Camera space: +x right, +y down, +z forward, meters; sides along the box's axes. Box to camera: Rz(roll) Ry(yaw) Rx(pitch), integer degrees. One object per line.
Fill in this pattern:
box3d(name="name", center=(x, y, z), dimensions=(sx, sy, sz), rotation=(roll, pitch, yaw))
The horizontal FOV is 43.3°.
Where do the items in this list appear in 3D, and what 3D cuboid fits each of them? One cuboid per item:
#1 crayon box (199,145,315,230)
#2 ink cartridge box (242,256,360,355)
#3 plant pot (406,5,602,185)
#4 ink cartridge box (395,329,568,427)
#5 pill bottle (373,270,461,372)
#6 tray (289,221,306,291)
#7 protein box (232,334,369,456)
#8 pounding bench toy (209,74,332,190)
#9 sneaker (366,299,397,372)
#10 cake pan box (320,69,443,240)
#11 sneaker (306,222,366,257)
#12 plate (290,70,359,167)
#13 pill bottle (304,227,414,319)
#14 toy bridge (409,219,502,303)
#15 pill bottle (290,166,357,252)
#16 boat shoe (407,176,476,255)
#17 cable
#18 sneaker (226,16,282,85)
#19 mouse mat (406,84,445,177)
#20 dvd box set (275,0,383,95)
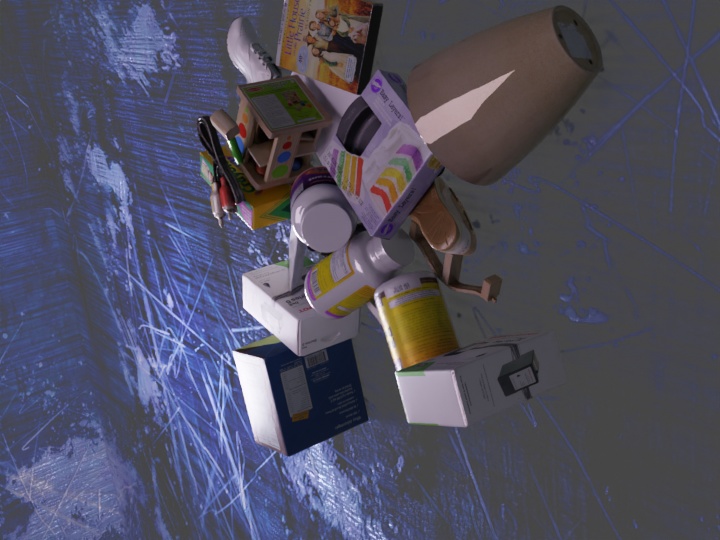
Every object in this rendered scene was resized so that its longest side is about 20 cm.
box3d(name="crayon box", center=(-0.180, -0.172, 1.704), dimensions=(0.200, 0.172, 0.058), rotation=(44, 139, 36))
box3d(name="ink cartridge box", center=(-0.113, 0.064, 1.736), dimensions=(0.200, 0.145, 0.084), rotation=(35, 132, 43))
box3d(name="plant pot", center=(0.193, -0.232, 1.127), dimensions=(0.200, 0.187, 0.188), rotation=(-30, 81, 43))
box3d(name="ink cartridge box", center=(0.175, 0.154, 1.310), dimensions=(0.145, 0.199, 0.084), rotation=(-13, 93, 58))
box3d(name="pill bottle", center=(0.098, 0.110, 1.433), dimensions=(0.109, 0.109, 0.201), rotation=(-44, 59, 55))
box3d(name="tray", center=(-0.120, -0.054, 1.733), dimensions=(0.200, 0.022, 0.108), rotation=(-98, 15, -60))
box3d(name="protein box", center=(-0.116, 0.227, 1.788), dimensions=(0.135, 0.198, 0.201), rotation=(5, 110, 56))
box3d(name="pounding bench toy", center=(-0.180, -0.229, 1.589), dimensions=(0.124, 0.199, 0.156), rotation=(54, 144, 25))
box3d(name="sneaker", center=(0.067, 0.119, 1.574), dimensions=(0.200, 0.073, 0.116), rotation=(42, 135, 36))
box3d(name="cake pan box", center=(0.036, -0.181, 1.396), dimensions=(0.184, 0.052, 0.200), rotation=(-51, 52, 29))
box3d(name="sneaker", center=(-0.023, -0.048, 1.607), dimensions=(0.200, 0.091, 0.076), rotation=(-1, 105, 55))
box3d(name="plate", center=(-0.050, -0.295, 1.575), dimensions=(0.201, 0.032, 0.200), rotation=(62, 148, 14))
box3d(name="pill bottle", center=(0.000, 0.000, 1.515), dimensions=(0.200, 0.104, 0.105), rotation=(-34, 77, 43))
box3d(name="toy bridge", center=(0.146, -0.006, 1.432), dimensions=(0.200, 0.027, 0.067), rotation=(43, 141, 37))
box3d(name="pill bottle", center=(-0.062, -0.100, 1.521), dimensions=(0.200, 0.111, 0.112), rotation=(-104, 8, -69))
box3d(name="boat shoe", center=(0.120, -0.092, 1.381), dimensions=(0.074, 0.069, 0.200), rotation=(-46, 41, 26))
box3d(name="cable", center=(-0.256, -0.180, 1.602), dimensions=(0.097, 0.050, 0.201), rotation=(-14, 95, 62))
box3d(name="sneaker", center=(-0.188, -0.386, 1.719), dimensions=(0.087, 0.074, 0.201), rotation=(-9, 105, 46))
box3d(name="mouse mat", center=(0.049, -0.196, 1.425), dimensions=(0.200, 0.008, 0.162), rotation=(-21, 73, 43))
box3d(name="dvd box set", center=(-0.055, -0.384, 1.485), dimensions=(0.200, 0.029, 0.147), rotation=(28, 117, 36))
